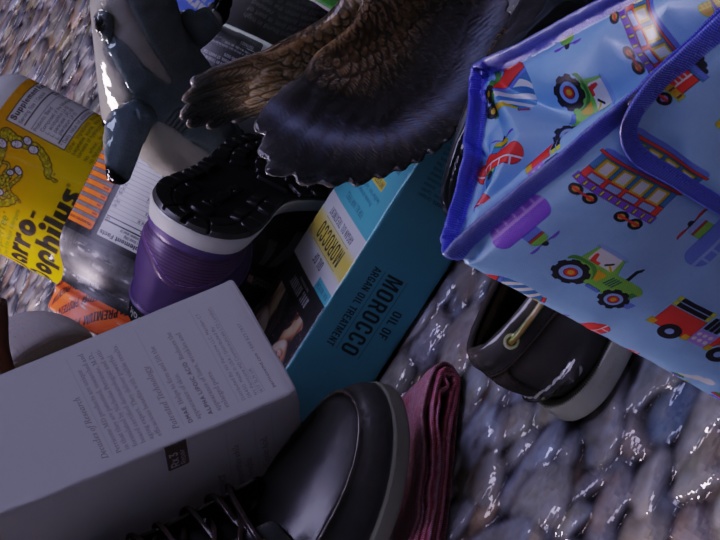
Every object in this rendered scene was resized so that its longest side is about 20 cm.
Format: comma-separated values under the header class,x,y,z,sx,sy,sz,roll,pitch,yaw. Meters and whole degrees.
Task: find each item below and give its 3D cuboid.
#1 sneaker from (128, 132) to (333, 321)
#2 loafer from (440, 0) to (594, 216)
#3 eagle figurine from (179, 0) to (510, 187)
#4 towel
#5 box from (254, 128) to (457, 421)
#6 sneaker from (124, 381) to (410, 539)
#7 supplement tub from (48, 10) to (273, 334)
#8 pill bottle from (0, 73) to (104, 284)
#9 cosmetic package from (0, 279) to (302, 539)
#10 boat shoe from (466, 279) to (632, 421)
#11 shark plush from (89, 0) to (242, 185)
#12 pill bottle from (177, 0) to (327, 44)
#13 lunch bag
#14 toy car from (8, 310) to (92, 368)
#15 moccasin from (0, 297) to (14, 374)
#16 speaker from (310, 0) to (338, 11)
class,x,y,z,sx,sy,sz,roll,pitch,yaw
sneaker,-0.071,-0.016,1.237,0.200,0.076,0.088,-24,-39,-61
loafer,0.097,-0.101,1.081,0.201,0.073,0.072,-56,13,-10
eagle figurine,0.008,-0.132,1.150,0.201,0.150,0.152,-64,-15,0
towel,-0.020,0.146,1.110,0.200,0.023,0.145,-40,31,43
box,0.000,0.000,1.189,0.201,0.049,0.082,-57,23,12
sneaker,-0.062,0.128,1.037,0.201,0.106,0.075,-59,31,16
supplement tub,-0.104,-0.046,1.365,0.201,0.122,0.122,-63,23,-2
pill bottle,-0.212,-0.060,1.480,0.113,0.199,0.113,-62,-2,-3
cosmetic package,-0.130,0.098,1.079,0.081,0.199,0.113,56,164,35
boat shoe,0.109,-0.037,0.985,0.072,0.060,0.202,1,66,64
shark plush,-0.109,-0.141,1.253,0.091,0.083,0.201,-114,20,-73
pill bottle,-0.066,-0.197,1.460,0.200,0.113,0.114,-53,25,22
lunch bag,0.150,-0.049,0.797,0.200,0.150,0.094,-35,35,48
toy car,-0.189,0.138,1.308,0.200,0.175,0.150,-36,-22,-9
moccasin,-0.177,0.107,1.196,0.074,0.077,0.202,82,173,-63
speaker,-0.028,-0.203,1.275,0.088,0.199,0.089,-46,28,33
